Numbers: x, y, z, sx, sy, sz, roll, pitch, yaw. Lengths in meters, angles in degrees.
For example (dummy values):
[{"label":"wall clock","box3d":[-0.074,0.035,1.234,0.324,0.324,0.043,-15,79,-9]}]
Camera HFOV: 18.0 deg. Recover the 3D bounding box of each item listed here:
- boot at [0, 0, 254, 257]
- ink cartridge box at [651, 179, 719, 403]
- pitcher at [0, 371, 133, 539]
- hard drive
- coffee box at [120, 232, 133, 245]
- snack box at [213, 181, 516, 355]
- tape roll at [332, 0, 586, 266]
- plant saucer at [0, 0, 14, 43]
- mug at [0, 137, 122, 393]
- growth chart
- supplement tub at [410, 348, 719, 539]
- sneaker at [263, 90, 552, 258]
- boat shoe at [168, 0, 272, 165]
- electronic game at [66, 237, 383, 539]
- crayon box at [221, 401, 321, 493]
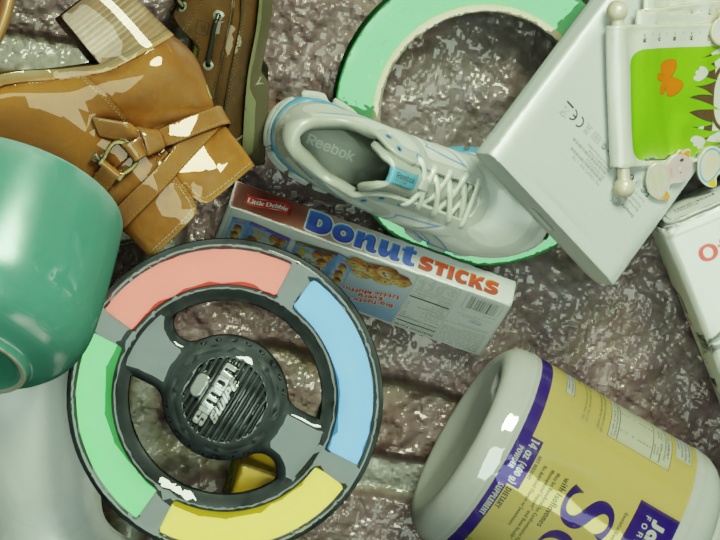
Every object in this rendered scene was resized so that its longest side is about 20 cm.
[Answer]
[{"label":"boot","box3d":[-0.180,-0.069,1.430,0.200,0.077,0.155,-38,100,-6]},{"label":"ink cartridge box","box3d":[0.297,0.027,1.532,0.145,0.085,0.201,-23,101,1]},{"label":"pitcher","box3d":[-0.240,0.113,1.489,0.171,0.121,0.201,-15,99,-31]},{"label":"hard drive","box3d":[0.177,-0.109,1.485,0.132,0.026,0.200,45,73,-25]},{"label":"coffee box","box3d":[-0.232,-0.057,1.498,0.199,0.080,0.113,-14,97,-1]},{"label":"snack box","box3d":[0.000,0.000,1.523,0.199,0.072,0.024,20,57,-5]},{"label":"tape roll","box3d":[0.081,-0.105,1.522,0.200,0.048,0.201,0,98,-2]},{"label":"plant saucer","box3d":[-0.319,-0.186,1.474,0.199,0.037,0.201,-1,80,5]},{"label":"mug","box3d":[-0.235,0.011,1.380,0.152,0.185,0.115,20,61,-15]},{"label":"growth chart","box3d":[0.239,-0.130,1.494,0.199,0.018,0.145,-18,104,-26]},{"label":"supplement tub","box3d":[0.150,0.158,1.514,0.200,0.145,0.146,30,96,-6]},{"label":"sneaker","box3d":[0.033,-0.054,1.460,0.199,0.087,0.075,18,96,-7]},{"label":"boat shoe","box3d":[-0.093,-0.168,1.492,0.068,0.072,0.201,2,98,-4]},{"label":"electronic game","box3d":[-0.085,0.080,1.424,0.199,0.042,0.201,0,93,-1]},{"label":"crayon box","box3d":[-0.077,0.185,1.519,0.051,0.126,0.201,18,97,-5]}]
